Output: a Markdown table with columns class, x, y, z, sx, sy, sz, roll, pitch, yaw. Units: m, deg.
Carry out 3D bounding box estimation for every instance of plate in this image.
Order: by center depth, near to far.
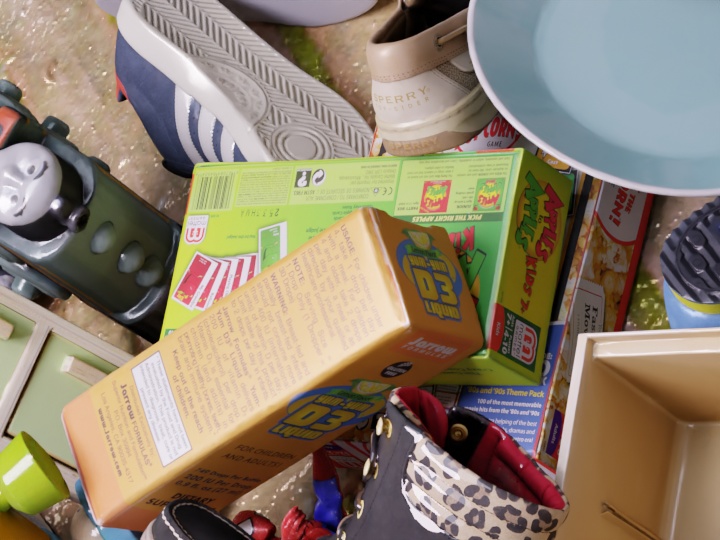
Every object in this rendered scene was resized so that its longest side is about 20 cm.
| class | x | y | z | sx | sy | sz | roll | pitch | yaw |
| --- | --- | --- | --- | --- | --- | --- | --- | --- | --- |
| plate | 0.149 | -0.106 | 1.346 | 0.199 | 0.026 | 0.201 | 0 | 52 | 0 |

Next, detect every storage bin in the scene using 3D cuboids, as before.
| class | x | y | z | sx | sy | sz | roll | pitch | yaw |
| --- | --- | --- | --- | --- | --- | --- | --- | --- | --- |
| storage bin | 0.181 | 0.133 | 1.202 | 0.198 | 0.094 | 0.201 | -4 | 65 | 37 |

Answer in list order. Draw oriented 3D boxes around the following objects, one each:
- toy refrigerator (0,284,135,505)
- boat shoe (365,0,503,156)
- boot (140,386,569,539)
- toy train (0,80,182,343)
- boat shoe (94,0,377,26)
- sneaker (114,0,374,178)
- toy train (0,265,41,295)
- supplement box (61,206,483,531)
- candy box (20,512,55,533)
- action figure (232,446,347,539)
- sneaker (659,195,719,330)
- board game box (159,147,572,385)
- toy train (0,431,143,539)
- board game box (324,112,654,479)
| class | x | y | z | sx | sy | sz | roll | pitch | yaw |
| --- | --- | --- | --- | --- | --- | --- | --- | --- | --- |
| toy refrigerator | -0.162 | 0.062 | 1.426 | 0.070 | 0.199 | 0.076 | 8 | 70 | 59 |
| boat shoe | 0.054 | -0.128 | 1.401 | 0.071 | 0.065 | 0.200 | -10 | 25 | 24 |
| boot | -0.003 | 0.119 | 1.258 | 0.200 | 0.073 | 0.151 | 39 | 113 | 37 |
| toy train | -0.152 | -0.027 | 1.473 | 0.114 | 0.200 | 0.086 | 28 | 82 | 28 |
| boat shoe | -0.064 | -0.177 | 1.576 | 0.199 | 0.071 | 0.070 | 0 | 70 | 45 |
| sneaker | -0.060 | -0.066 | 1.520 | 0.200 | 0.075 | 0.085 | 47 | 138 | 27 |
| toy train | -0.245 | -0.030 | 1.633 | 0.199 | 0.085 | 0.114 | 22 | 70 | 44 |
| supplement box | -0.042 | 0.049 | 1.317 | 0.200 | 0.066 | 0.069 | -35 | 62 | 28 |
| candy box | -0.194 | 0.228 | 1.458 | 0.168 | 0.071 | 0.200 | -49 | 48 | 5 |
| action figure | 0.005 | 0.126 | 1.341 | 0.199 | 0.099 | 0.065 | 12 | 39 | 43 |
| sneaker | 0.227 | -0.018 | 1.275 | 0.199 | 0.079 | 0.066 | -27 | 48 | -1 |
| board game box | 0.000 | 0.000 | 1.375 | 0.199 | 0.048 | 0.102 | -1 | 72 | 37 |
| toy train | -0.187 | 0.117 | 1.332 | 0.116 | 0.200 | 0.085 | -38 | 49 | 6 |
| board game box | 0.060 | 0.000 | 1.398 | 0.151 | 0.046 | 0.201 | 2 | 69 | 39 |
